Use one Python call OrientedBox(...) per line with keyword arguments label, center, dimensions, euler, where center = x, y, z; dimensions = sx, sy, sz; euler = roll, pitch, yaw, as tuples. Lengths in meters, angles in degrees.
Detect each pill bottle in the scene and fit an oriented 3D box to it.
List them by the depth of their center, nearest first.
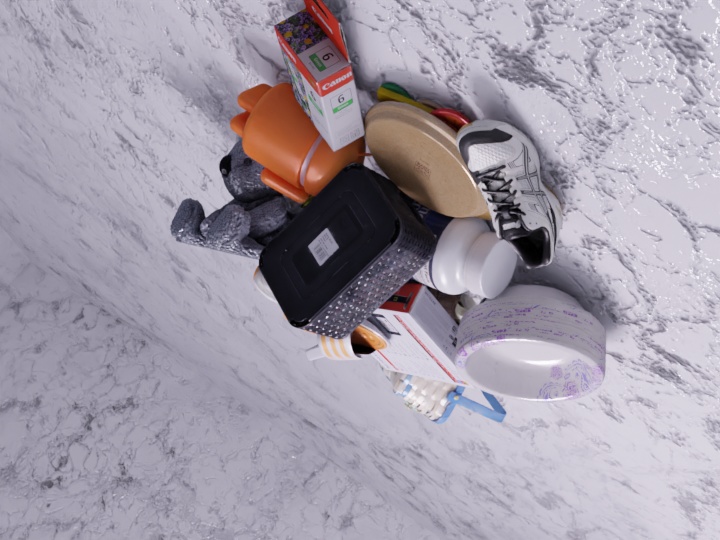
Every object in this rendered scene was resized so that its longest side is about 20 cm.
OrientedBox(label="pill bottle", center=(0.104, -0.034, 1.380), dimensions=(0.199, 0.111, 0.111), euler=(23, 156, 36))

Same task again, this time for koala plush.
OrientedBox(label="koala plush", center=(-0.162, -0.120, 1.565), dimensions=(0.183, 0.201, 0.177), euler=(13, 178, -38))

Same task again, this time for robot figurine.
OrientedBox(label="robot figurine", center=(-0.077, -0.172, 1.383), dimensions=(0.199, 0.144, 0.117), euler=(33, 177, 14))

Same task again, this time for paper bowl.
OrientedBox(label="paper bowl", center=(0.230, 0.093, 1.392), dimensions=(0.199, 0.105, 0.201), euler=(7, 152, 4))

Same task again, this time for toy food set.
OrientedBox(label="toy food set", center=(0.090, -0.139, 1.265), dimensions=(0.199, 0.049, 0.198), euler=(29, 159, 25))

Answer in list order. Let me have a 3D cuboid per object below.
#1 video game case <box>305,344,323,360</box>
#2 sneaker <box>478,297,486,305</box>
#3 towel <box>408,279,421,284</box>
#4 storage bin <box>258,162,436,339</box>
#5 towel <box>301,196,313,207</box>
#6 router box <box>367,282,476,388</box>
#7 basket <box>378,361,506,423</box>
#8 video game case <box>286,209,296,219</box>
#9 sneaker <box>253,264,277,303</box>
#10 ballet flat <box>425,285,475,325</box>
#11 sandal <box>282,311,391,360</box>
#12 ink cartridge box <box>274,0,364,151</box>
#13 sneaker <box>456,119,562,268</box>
OrientedBox(label="video game case", center=(0.017, 0.095, 1.696), dimensions=(0.024, 0.181, 0.200), euler=(66, 159, 1))
OrientedBox(label="sneaker", center=(0.220, 0.116, 1.566), dimensions=(0.202, 0.077, 0.146), euler=(43, 157, -18))
OrientedBox(label="towel", center=(0.000, 0.000, 1.552), dimensions=(0.199, 0.086, 0.166), euler=(25, 148, 15))
OrientedBox(label="storage bin", center=(-0.019, -0.023, 1.336), dimensions=(0.094, 0.200, 0.136), euler=(22, -150, -54))
OrientedBox(label="towel", center=(-0.029, -0.095, 1.597), dimensions=(0.086, 0.018, 0.200), euler=(42, 161, -12))
OrientedBox(label="router box", center=(0.062, 0.086, 1.488), dimensions=(0.179, 0.049, 0.200), euler=(8, 150, 43))
OrientedBox(label="basket", center=(0.139, 0.176, 1.737), dimensions=(0.199, 0.140, 0.176), euler=(20, -166, -19))
OrientedBox(label="video game case", center=(-0.079, -0.062, 1.722), dimensions=(0.199, 0.019, 0.143), euler=(28, 176, 23))
OrientedBox(label="sneaker", center=(-0.076, 0.036, 1.680), dimensions=(0.199, 0.076, 0.092), euler=(24, 171, -17))
OrientedBox(label="ballet flat", center=(0.153, 0.072, 1.598), dimensions=(0.067, 0.069, 0.200), euler=(1, 157, 19))
OrientedBox(label="sandal", center=(-0.043, 0.100, 1.499), dimensions=(0.206, 0.059, 0.079), euler=(8, 151, 43))
OrientedBox(label="ink cartridge box", center=(-0.053, -0.244, 1.221), dimensions=(0.109, 0.050, 0.200), euler=(55, 171, 29))
OrientedBox(label="sneaker", center=(0.173, -0.082, 1.160), dimensions=(0.075, 0.088, 0.200), euler=(-18, 132, 32))
